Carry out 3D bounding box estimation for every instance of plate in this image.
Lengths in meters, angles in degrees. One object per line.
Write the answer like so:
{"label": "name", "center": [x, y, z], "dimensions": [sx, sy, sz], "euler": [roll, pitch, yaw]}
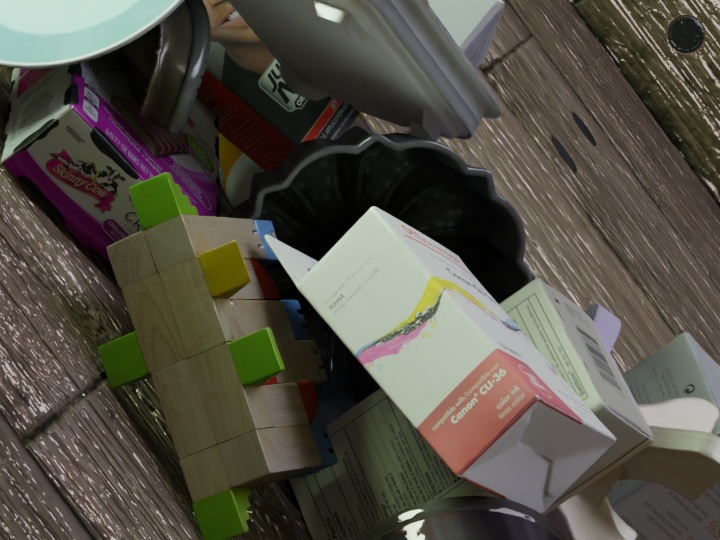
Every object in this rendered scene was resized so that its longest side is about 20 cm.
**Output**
{"label": "plate", "center": [-0.172, -0.196, 1.643], "dimensions": [0.026, 0.200, 0.200], "euler": [66, -1, -55]}

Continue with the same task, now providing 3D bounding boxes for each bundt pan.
{"label": "bundt pan", "center": [0.000, 0.000, 1.712], "dimensions": [0.202, 0.202, 0.076], "euler": [47, 4, -26]}

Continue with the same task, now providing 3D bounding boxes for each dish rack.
{"label": "dish rack", "center": [-0.016, -0.145, 1.684], "dimensions": [0.172, 0.044, 0.200], "euler": [21, -16, 34]}

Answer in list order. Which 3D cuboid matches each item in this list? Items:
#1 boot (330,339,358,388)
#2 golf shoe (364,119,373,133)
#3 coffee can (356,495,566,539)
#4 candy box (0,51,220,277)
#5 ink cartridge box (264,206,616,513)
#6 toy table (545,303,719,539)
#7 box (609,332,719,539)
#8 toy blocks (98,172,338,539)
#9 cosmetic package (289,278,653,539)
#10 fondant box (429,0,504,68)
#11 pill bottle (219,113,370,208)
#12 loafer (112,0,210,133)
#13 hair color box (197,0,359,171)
{"label": "boot", "center": [0.026, 0.091, 1.832], "dimensions": [0.162, 0.073, 0.198], "euler": [24, 45, -45]}
{"label": "golf shoe", "center": [-0.039, -0.115, 2.108], "dimensions": [0.200, 0.078, 0.094], "euler": [60, 2, 4]}
{"label": "coffee can", "center": [0.068, 0.241, 1.487], "dimensions": [0.146, 0.146, 0.200], "euler": [43, 19, -35]}
{"label": "candy box", "center": [-0.149, -0.082, 1.699], "dimensions": [0.136, 0.061, 0.200], "euler": [46, 16, -25]}
{"label": "ink cartridge box", "center": [0.043, 0.038, 1.573], "dimensions": [0.200, 0.068, 0.116], "euler": [49, 10, 30]}
{"label": "toy table", "center": [0.147, 0.128, 1.769], "dimensions": [0.117, 0.200, 0.184], "euler": [36, -25, -3]}
{"label": "box", "center": [0.202, 0.168, 1.947], "dimensions": [0.152, 0.200, 0.106], "euler": [43, 20, -36]}
{"label": "toy blocks", "center": [-0.070, 0.049, 1.577], "dimensions": [0.137, 0.100, 0.200], "euler": [3, 66, -69]}
{"label": "cosmetic package", "center": [0.062, 0.108, 1.660], "dimensions": [0.073, 0.200, 0.104], "euler": [34, 26, -51]}
{"label": "fondant box", "center": [0.017, -0.182, 1.835], "dimensions": [0.144, 0.058, 0.200], "euler": [39, -4, 3]}
{"label": "pill bottle", "center": [-0.061, -0.109, 1.930], "dimensions": [0.109, 0.109, 0.200], "euler": [30, 28, -57]}
{"label": "loafer", "center": [-0.142, -0.158, 1.676], "dimensions": [0.070, 0.075, 0.200], "euler": [4, 40, -23]}
{"label": "hair color box", "center": [-0.086, -0.158, 1.815], "dimensions": [0.200, 0.102, 0.061], "euler": [39, -25, -11]}
